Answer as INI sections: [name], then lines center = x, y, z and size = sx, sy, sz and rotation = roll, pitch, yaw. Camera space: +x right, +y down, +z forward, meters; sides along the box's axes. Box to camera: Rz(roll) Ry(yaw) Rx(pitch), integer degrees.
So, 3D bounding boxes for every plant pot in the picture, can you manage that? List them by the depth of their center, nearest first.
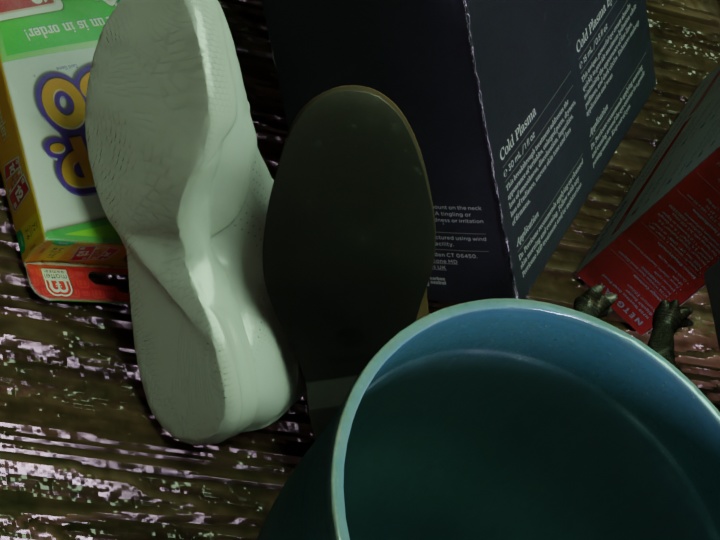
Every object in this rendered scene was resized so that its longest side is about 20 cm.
[plant pot]
center = 0.036, 0.143, 1.147
size = 0.199, 0.188, 0.201
rotation = 15, 55, -23

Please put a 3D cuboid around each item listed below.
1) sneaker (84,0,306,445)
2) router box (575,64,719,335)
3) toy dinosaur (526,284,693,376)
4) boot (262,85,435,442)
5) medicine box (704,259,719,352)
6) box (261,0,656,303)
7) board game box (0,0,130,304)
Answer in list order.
[sneaker]
center = -0.061, -0.031, 1.258
size = 0.088, 0.075, 0.201
rotation = -15, 102, -48
[router box]
center = 0.211, -0.081, 1.462
size = 0.049, 0.179, 0.200
rotation = 42, 44, -4
[toy dinosaur]
center = 0.109, 0.062, 1.354
size = 0.199, 0.077, 0.103
rotation = 27, 40, -24
[boot]
center = 0.000, 0.000, 1.254
size = 0.073, 0.201, 0.076
rotation = -1, 33, 7
[medicine box]
center = 0.288, 0.011, 1.330
size = 0.199, 0.182, 0.104
rotation = -4, 71, -19
[box]
center = 0.050, -0.116, 1.348
size = 0.200, 0.104, 0.183
rotation = -54, 143, -47
[board game box]
center = -0.124, -0.076, 1.307
size = 0.095, 0.030, 0.201
rotation = 3, 61, -36
